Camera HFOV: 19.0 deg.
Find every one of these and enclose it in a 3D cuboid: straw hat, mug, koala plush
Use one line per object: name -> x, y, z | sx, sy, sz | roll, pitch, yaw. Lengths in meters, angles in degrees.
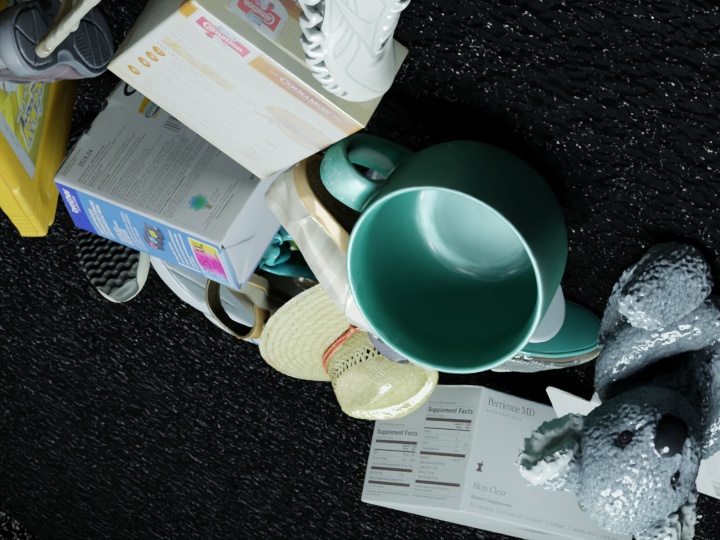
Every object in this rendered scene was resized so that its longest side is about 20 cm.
straw hat -> 0.019, 0.078, 1.821 | 0.199, 0.086, 0.202 | -12, 151, -7
mug -> 0.072, -0.032, 1.583 | 0.151, 0.115, 0.186 | -10, 113, 26
koala plush -> 0.223, 0.114, 1.617 | 0.177, 0.201, 0.184 | 32, 160, -9

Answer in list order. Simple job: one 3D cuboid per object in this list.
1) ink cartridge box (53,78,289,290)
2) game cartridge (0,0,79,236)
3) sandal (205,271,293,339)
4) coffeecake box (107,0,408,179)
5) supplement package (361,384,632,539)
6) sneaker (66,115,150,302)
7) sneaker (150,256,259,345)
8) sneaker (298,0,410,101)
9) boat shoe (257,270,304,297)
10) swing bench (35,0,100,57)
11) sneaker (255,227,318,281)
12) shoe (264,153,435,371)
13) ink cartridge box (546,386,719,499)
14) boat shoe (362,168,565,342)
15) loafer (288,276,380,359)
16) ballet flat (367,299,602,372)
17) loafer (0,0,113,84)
ink cartridge box -> -0.155, -0.085, 1.759 | 0.199, 0.137, 0.077 | 22, 154, 21
game cartridge -> -0.278, -0.148, 1.735 | 0.032, 0.178, 0.200 | -2, 151, 14
sandal -> -0.102, 0.029, 1.862 | 0.080, 0.054, 0.200 | 26, 174, 19
coffeecake box -> -0.079, -0.155, 1.579 | 0.153, 0.073, 0.200 | 36, 159, -15
supplement package -> 0.131, 0.176, 1.934 | 0.199, 0.112, 0.155 | 16, 169, -33
sneaker -> -0.209, -0.045, 1.921 | 0.093, 0.070, 0.201 | 41, -158, -48
sneaker -> -0.143, 0.018, 2.082 | 0.200, 0.073, 0.071 | 42, 154, -30
sneaker -> 0.001, -0.180, 1.414 | 0.080, 0.076, 0.201 | 8, 149, 19
boat shoe -> -0.117, -0.044, 1.919 | 0.072, 0.061, 0.201 | -34, 126, 24
swing bench -> -0.243, -0.267, 1.470 | 0.199, 0.131, 0.199 | 30, 160, -16
sneaker -> -0.080, -0.042, 1.814 | 0.199, 0.080, 0.078 | 23, 133, 3
shoe -> 0.000, 0.000, 1.665 | 0.053, 0.070, 0.201 | -31, 103, 28
ink cartridge box -> 0.263, 0.125, 1.780 | 0.199, 0.067, 0.116 | 19, 158, 27
boat shoe -> 0.073, -0.015, 1.721 | 0.200, 0.071, 0.091 | 42, 159, -10
loafer -> -0.005, 0.042, 1.918 | 0.200, 0.068, 0.076 | 39, -164, -28
ballet flat -> 0.099, 0.052, 1.759 | 0.198, 0.073, 0.072 | 6, 164, -12
loafer -> -0.252, -0.177, 1.661 | 0.062, 0.073, 0.200 | -13, -176, 16
